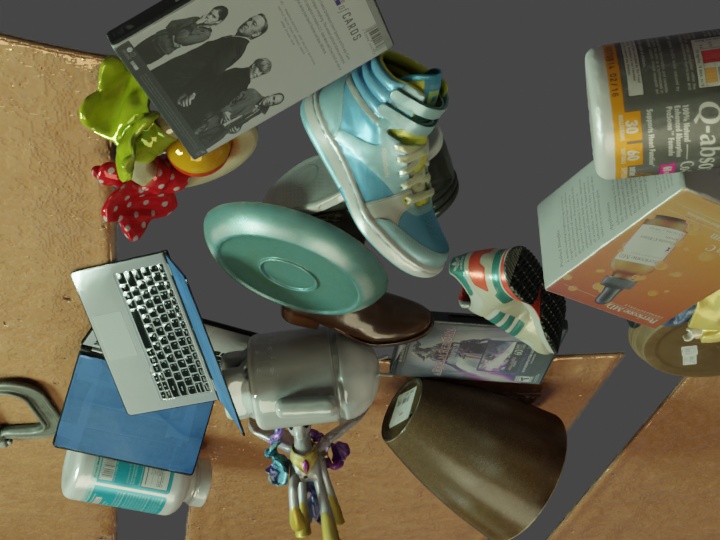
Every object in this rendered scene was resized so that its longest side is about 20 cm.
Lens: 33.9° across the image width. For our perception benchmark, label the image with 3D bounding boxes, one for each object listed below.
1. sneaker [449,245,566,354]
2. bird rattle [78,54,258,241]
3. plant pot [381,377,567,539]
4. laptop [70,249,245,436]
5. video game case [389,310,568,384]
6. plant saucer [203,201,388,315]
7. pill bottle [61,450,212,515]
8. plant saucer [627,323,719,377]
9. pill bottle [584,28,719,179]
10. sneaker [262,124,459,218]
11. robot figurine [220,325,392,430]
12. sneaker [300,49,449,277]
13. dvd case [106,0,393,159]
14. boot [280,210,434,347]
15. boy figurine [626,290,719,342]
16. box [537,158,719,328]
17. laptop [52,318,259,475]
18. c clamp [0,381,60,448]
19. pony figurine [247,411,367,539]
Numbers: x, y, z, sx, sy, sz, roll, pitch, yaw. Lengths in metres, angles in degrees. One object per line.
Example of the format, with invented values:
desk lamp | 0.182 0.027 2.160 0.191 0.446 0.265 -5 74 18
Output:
sneaker | 0.166 0.032 1.337 0.093 0.071 0.200 3 154 31
bird rattle | -0.173 -0.104 1.095 0.162 0.113 0.200 -14 151 -8
plant pot | 0.134 0.226 1.548 0.199 0.187 0.187 31 139 -16
laptop | -0.224 0.087 1.292 0.199 0.116 0.188 -12 108 20
video game case | 0.143 0.097 1.468 0.199 0.019 0.143 3 147 -5
plant saucer | -0.070 -0.004 1.203 0.199 0.028 0.200 16 154 8
pill bottle | -0.316 0.286 1.684 0.199 0.111 0.111 16 144 -21
plant saucer | 0.425 0.079 1.426 0.199 0.030 0.200 0 148 0
pill bottle | 0.294 -0.144 1.000 0.199 0.117 0.117 -6 147 11
sneaker | 0.007 -0.071 1.159 0.199 0.071 0.099 -19 138 21
robot figurine | -0.063 0.124 1.388 0.199 0.170 0.113 -7 118 -2
sneaker | 0.043 -0.101 1.031 0.130 0.200 0.079 -34 179 34
dvd case | -0.083 -0.187 0.957 0.199 0.025 0.150 -30 143 1
boot | 0.000 0.000 1.284 0.185 0.064 0.200 5 143 -3
boy figurine | 0.396 0.024 1.306 0.199 0.065 0.125 -1 120 -4
box | 0.295 -0.048 1.159 0.152 0.107 0.200 18 143 -25
laptop | -0.250 0.146 1.447 0.186 0.116 0.200 17 144 -24
c clamp | -0.500 0.203 1.636 0.170 0.027 0.200 1 148 -1
pony figurine | -0.064 0.240 1.530 0.166 0.201 0.193 -9 -178 3
